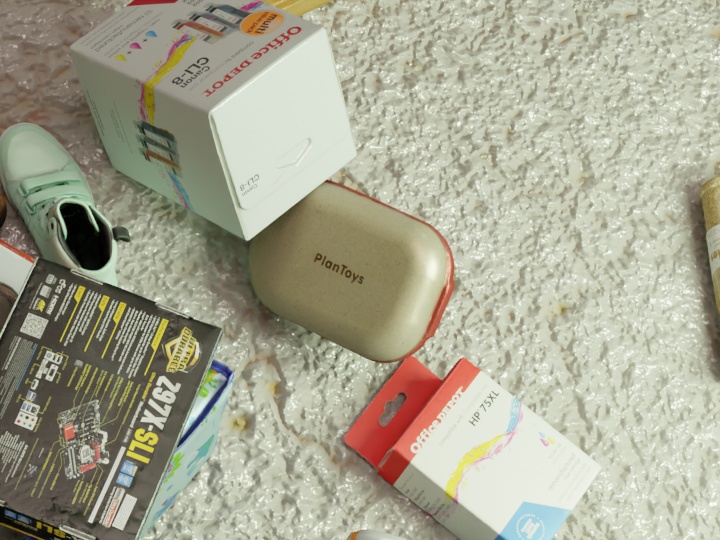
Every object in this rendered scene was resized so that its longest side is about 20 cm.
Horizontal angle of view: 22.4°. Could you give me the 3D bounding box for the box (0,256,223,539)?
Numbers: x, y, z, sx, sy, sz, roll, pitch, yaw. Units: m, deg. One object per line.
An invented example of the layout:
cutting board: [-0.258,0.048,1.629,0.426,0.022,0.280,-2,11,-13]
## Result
box: [-0.213,0.107,1.386,0.159,0.049,0.201,21,63,-2]

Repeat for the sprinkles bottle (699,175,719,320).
sprinkles bottle: [0.373,0.007,1.757,0.068,0.068,0.202,2,66,-13]

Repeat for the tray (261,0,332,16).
tray: [-0.052,-0.315,1.809,0.199,0.037,0.099,-28,76,-24]

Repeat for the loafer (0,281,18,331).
loafer: [-0.314,0.108,1.442,0.071,0.063,0.201,20,92,-17]

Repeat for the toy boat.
toy boat: [0.000,0.000,1.641,0.199,0.131,0.131,26,94,24]

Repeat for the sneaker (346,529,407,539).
sneaker: [0.071,0.301,1.554,0.198,0.078,0.113,13,68,4]

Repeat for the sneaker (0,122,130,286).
sneaker: [-0.261,-0.064,1.598,0.073,0.118,0.201,-22,72,-20]

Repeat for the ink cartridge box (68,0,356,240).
ink cartridge box: [-0.128,-0.150,1.609,0.199,0.145,0.145,27,55,38]

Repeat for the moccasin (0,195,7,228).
moccasin: [-0.405,-0.087,1.593,0.200,0.078,0.074,31,63,0]

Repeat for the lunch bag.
lunch bag: [-0.207,0.158,1.485,0.127,0.170,0.201,31,65,6]

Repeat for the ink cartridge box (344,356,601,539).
ink cartridge box: [0.098,0.164,1.617,0.200,0.067,0.116,38,63,4]

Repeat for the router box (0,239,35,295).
router box: [-0.334,0.067,1.491,0.179,0.049,0.201,31,89,-16]
